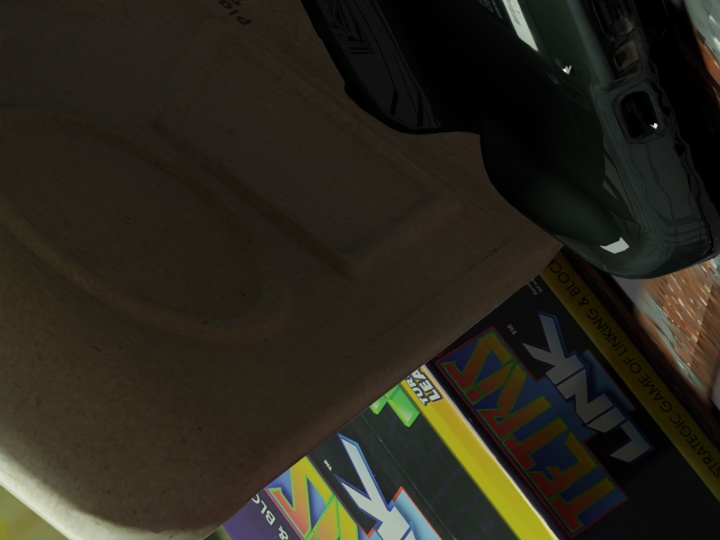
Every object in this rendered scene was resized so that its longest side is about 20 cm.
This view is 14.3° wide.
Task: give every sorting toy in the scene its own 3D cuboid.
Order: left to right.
[{"bbox_3d":[-0.064,-0.033,0.552,0.185,0.037,0.200,37,-152,9],"label":"sorting toy"}]

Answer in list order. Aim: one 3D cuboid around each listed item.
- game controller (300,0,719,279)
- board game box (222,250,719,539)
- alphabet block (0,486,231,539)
[{"bbox_3d":[0.008,-0.070,0.461,0.104,0.042,0.200,33,166,31],"label":"game controller"},{"bbox_3d":[0.030,0.067,0.765,0.200,0.057,0.165,52,151,13],"label":"board game box"},{"bbox_3d":[-0.060,0.077,1.236,0.197,0.200,0.195,54,176,-12],"label":"alphabet block"}]
